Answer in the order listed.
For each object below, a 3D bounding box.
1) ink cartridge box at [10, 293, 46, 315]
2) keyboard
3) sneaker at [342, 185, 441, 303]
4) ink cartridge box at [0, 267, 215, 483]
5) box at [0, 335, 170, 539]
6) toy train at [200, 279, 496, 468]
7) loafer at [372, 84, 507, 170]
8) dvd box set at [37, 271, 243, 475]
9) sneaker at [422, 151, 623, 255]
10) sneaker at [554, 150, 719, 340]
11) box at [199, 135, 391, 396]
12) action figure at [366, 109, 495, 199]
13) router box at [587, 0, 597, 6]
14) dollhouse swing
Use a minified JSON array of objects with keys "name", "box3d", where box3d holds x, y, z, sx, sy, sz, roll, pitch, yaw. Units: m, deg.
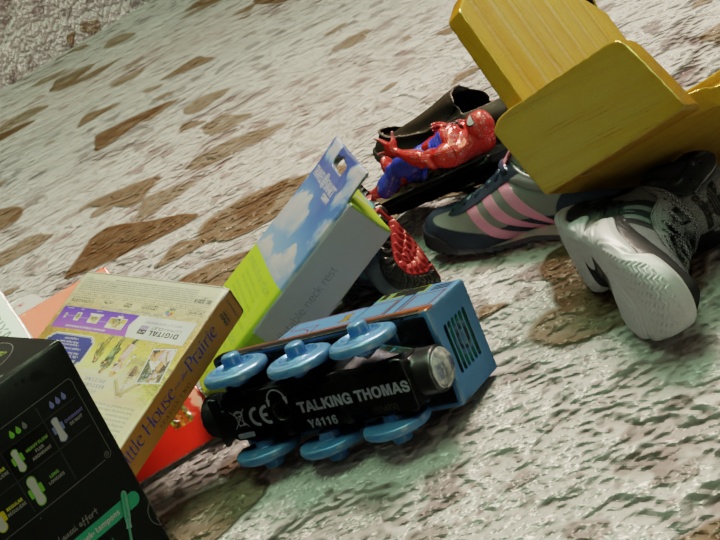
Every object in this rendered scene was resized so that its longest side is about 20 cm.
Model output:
[{"name":"ink cartridge box","box3d":[-0.285,0.100,1.343,0.145,0.088,0.200,-32,22,-20]},{"name":"keyboard","box3d":[0.087,-0.068,1.378,0.104,0.040,0.200,-26,3,-34]},{"name":"sneaker","box3d":[0.000,0.000,1.295,0.096,0.079,0.200,-43,14,2]},{"name":"ink cartridge box","box3d":[-0.221,0.088,1.201,0.173,0.044,0.200,-32,55,-16]},{"name":"box","box3d":[-0.203,0.151,0.923,0.124,0.200,0.148,-38,22,-33]},{"name":"toy train","box3d":[-0.013,0.071,1.083,0.200,0.087,0.114,-15,12,35]},{"name":"loafer","box3d":[0.093,-0.133,1.478,0.200,0.072,0.073,-3,11,41]},{"name":"dvd box set","box3d":[-0.186,0.088,1.122,0.146,0.029,0.200,5,50,37]},{"name":"sneaker","box3d":[0.122,-0.065,1.262,0.200,0.082,0.070,-10,25,39]},{"name":"sneaker","box3d":[0.202,-0.024,1.057,0.114,0.076,0.200,-29,16,-1]},{"name":"box","box3d":[-0.051,0.003,1.224,0.200,0.048,0.122,-52,21,7]},{"name":"action figure","box3d":[0.053,-0.096,1.337,0.065,0.052,0.200,-21,2,-30]},{"name":"router box","box3d":[0.195,-0.236,1.519,0.051,0.149,0.200,-23,19,10]},{"name":"dollhouse swing","box3d":[0.194,-0.156,1.137,0.200,0.176,0.182,-7,-19,-42]}]
